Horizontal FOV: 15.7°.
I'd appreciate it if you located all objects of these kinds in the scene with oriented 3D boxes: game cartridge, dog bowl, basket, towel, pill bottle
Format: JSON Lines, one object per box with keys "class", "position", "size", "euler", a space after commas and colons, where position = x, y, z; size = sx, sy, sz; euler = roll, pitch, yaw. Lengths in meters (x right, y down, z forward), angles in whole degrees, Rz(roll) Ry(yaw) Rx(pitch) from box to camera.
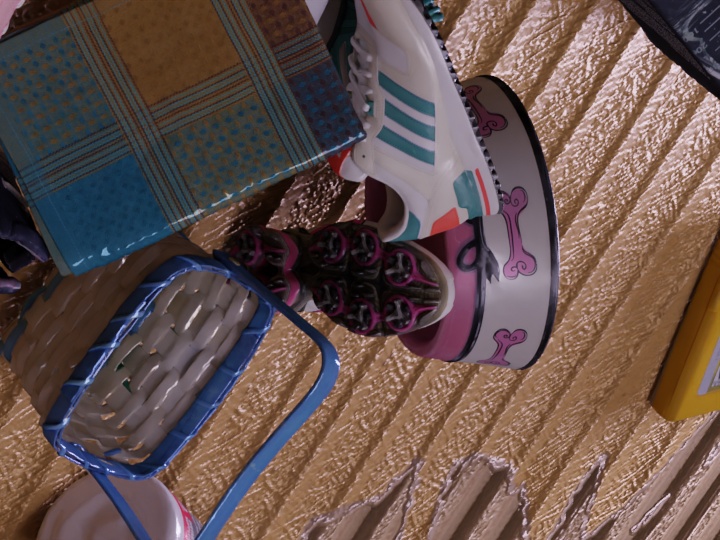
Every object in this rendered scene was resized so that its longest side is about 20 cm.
{"class": "game cartridge", "position": [0.344, 0.029, 2.207], "size": [0.175, 0.032, 0.201], "euler": [-11, 134, -37]}
{"class": "dog bowl", "position": [0.062, -0.028, 1.751], "size": [0.073, 0.201, 0.201], "euler": [-7, 133, -18]}
{"class": "basket", "position": [-0.119, 0.063, 1.647], "size": [0.177, 0.200, 0.139], "euler": [-50, 143, 11]}
{"class": "towel", "position": [-0.115, -0.100, 1.523], "size": [0.199, 0.147, 0.022], "euler": [-25, -175, 1]}
{"class": "pill bottle", "position": [-0.143, 0.230, 1.868], "size": [0.111, 0.111, 0.200], "euler": [-41, 144, -4]}

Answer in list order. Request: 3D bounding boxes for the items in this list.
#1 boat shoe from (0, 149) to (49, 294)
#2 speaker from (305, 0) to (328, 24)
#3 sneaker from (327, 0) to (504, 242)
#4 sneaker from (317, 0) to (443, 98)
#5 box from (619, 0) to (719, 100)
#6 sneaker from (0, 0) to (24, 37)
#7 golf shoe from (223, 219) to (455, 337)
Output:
{"class": "boat shoe", "position": [-0.255, -0.051, 1.491], "size": [0.075, 0.093, 0.200], "euler": [-46, 145, 16]}
{"class": "speaker", "position": [-0.051, -0.187, 1.569], "size": [0.081, 0.081, 0.201], "euler": [2, 123, -45]}
{"class": "sneaker", "position": [0.016, -0.099, 1.597], "size": [0.093, 0.070, 0.201], "euler": [-24, 124, 1]}
{"class": "sneaker", "position": [0.022, -0.180, 1.639], "size": [0.077, 0.079, 0.201], "euler": [-31, 148, -47]}
{"class": "box", "position": [0.263, -0.243, 1.785], "size": [0.200, 0.124, 0.196], "euler": [-47, 146, 4]}
{"class": "sneaker", "position": [-0.182, -0.186, 1.447], "size": [0.104, 0.075, 0.201], "euler": [-1, 122, -37]}
{"class": "golf shoe", "position": [0.000, 0.000, 1.724], "size": [0.092, 0.199, 0.073], "euler": [-3, 99, -41]}
